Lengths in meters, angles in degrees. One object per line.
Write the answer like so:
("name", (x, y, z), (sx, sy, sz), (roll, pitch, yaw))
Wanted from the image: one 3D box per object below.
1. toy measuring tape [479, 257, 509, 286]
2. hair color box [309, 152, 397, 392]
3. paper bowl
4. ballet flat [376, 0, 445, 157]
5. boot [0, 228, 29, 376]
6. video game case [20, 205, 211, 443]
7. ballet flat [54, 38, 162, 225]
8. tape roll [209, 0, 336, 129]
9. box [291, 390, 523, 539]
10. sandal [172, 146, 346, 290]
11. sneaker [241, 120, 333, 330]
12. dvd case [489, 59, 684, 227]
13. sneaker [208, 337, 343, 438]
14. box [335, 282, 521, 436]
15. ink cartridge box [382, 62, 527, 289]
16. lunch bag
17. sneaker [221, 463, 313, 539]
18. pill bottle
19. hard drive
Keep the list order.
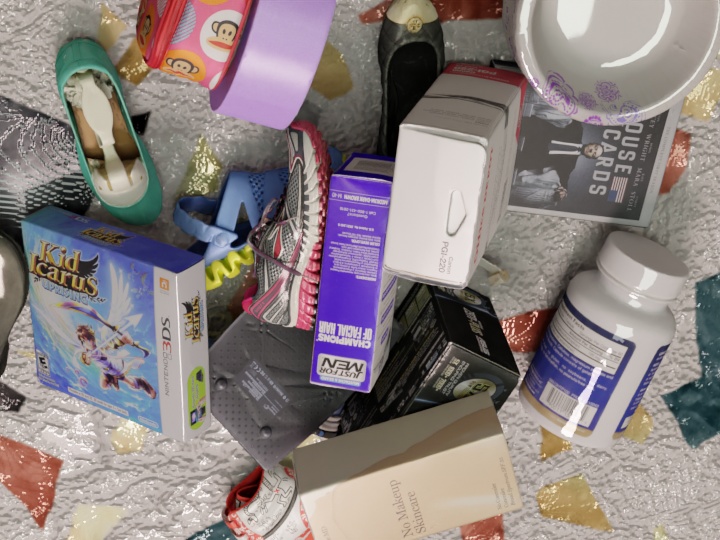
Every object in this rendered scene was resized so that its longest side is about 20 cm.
("toy measuring tape", (0.058, -0.018, 1.593), (0.199, 0.074, 0.074), (33, 108, -20))
("hair color box", (0.000, 0.000, 1.501), (0.064, 0.109, 0.202), (7, 105, 9))
("paper bowl", (0.230, -0.244, 1.486), (0.199, 0.105, 0.202), (-3, 115, -7))
("ballet flat", (0.050, -0.167, 1.527), (0.066, 0.057, 0.202), (-3, 117, -8))
("boot", (-0.375, 0.067, 1.526), (0.067, 0.131, 0.201), (17, 122, 5))
("video game case", (-0.234, 0.050, 1.536), (0.199, 0.045, 0.183), (17, 120, 30))
("ballet flat", (-0.238, -0.117, 1.503), (0.067, 0.071, 0.201), (-17, 118, 0))
("tape roll", (-0.074, -0.228, 1.397), (0.065, 0.200, 0.201), (13, 114, -14))
("box", (0.043, 0.196, 1.514), (0.198, 0.078, 0.096), (-18, 118, 1))
("sandal", (-0.102, -0.062, 1.549), (0.199, 0.080, 0.087), (-33, 113, 7))
("sneaker", (-0.067, -0.040, 1.479), (0.074, 0.081, 0.202), (8, 110, 3))
("dvd case", (0.209, -0.124, 1.591), (0.198, 0.025, 0.151), (6, 116, -10))
("sneaker", (-0.103, 0.101, 1.644), (0.199, 0.076, 0.078), (26, 83, -17))
("box", (0.060, 0.127, 1.618), (0.086, 0.164, 0.201), (26, 110, -19))
("ink cartridge box", (0.089, -0.091, 1.474), (0.084, 0.200, 0.147), (11, 115, 10))
("lunch bag", (-0.130, -0.265, 1.371), (0.081, 0.200, 0.177), (17, 111, -17))
("sneaker", (-0.112, 0.297, 1.735), (0.107, 0.067, 0.202), (25, 107, -18))
("pill bottle", (0.252, 0.068, 1.641), (0.119, 0.120, 0.201), (17, 113, -16))
("hard drive", (-0.067, 0.085, 1.593), (0.200, 0.042, 0.135), (-45, 98, -14))
